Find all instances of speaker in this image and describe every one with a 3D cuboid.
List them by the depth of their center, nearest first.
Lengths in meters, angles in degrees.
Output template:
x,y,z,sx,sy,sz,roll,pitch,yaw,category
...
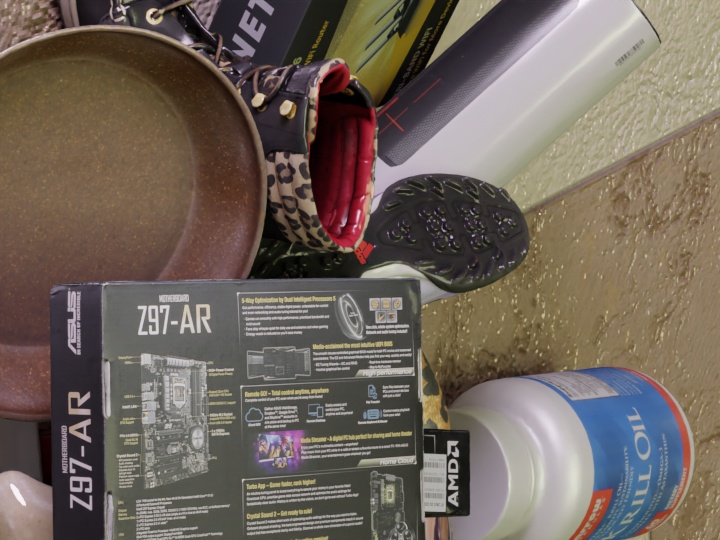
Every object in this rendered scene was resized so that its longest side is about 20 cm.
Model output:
x,y,z,sx,sy,sz,roll,pitch,yaw,category
0.067,-0.087,1.605,0.200,0.081,0.081,-41,138,0,speaker

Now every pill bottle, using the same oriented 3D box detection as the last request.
x,y,z,sx,sy,sz,roll,pitch,yaw,category
0.112,0.120,1.787,0.200,0.112,0.113,-5,102,-54,pill bottle

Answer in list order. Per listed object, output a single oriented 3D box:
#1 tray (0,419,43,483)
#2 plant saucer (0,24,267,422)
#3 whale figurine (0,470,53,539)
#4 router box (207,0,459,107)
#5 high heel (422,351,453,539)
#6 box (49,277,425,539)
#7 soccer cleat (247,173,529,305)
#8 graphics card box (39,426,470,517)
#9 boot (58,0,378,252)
x,y,z,sx,sy,sz,roll,pitch,yaw,category
-0.203,0.061,1.404,0.107,0.022,0.201,-23,117,-47,tray
-0.140,-0.026,1.371,0.200,0.037,0.201,-14,120,-26,plant saucer
-0.166,0.197,1.417,0.159,0.104,0.201,9,92,-18,whale figurine
0.004,-0.170,1.534,0.157,0.052,0.200,-21,145,-51,router box
0.033,0.147,1.594,0.071,0.143,0.201,-4,120,-19,high heel
-0.055,0.084,1.386,0.200,0.043,0.161,-2,90,-42,box
0.000,0.000,1.538,0.200,0.073,0.068,-18,77,-34,soccer cleat
-0.055,0.104,1.499,0.200,0.125,0.051,3,83,-42,graphics card box
-0.070,-0.101,1.438,0.073,0.150,0.201,-25,117,-49,boot
